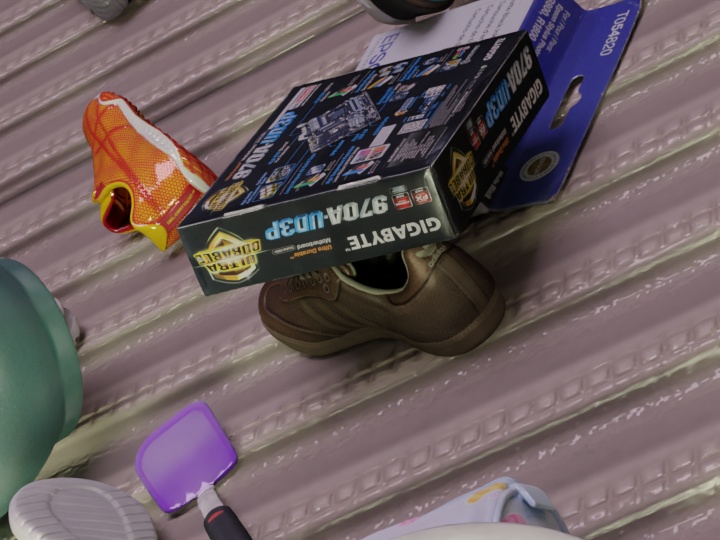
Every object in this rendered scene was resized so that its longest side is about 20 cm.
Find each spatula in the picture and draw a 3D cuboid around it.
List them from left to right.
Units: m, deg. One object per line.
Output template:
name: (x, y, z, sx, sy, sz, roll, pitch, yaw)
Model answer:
spatula: (-0.081, 0.132, 1.448, 0.056, 0.021, 0.200, -37, 27, -2)

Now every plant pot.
plant pot: (-0.253, 0.068, 1.601, 0.134, 0.202, 0.200, -20, 16, -32)

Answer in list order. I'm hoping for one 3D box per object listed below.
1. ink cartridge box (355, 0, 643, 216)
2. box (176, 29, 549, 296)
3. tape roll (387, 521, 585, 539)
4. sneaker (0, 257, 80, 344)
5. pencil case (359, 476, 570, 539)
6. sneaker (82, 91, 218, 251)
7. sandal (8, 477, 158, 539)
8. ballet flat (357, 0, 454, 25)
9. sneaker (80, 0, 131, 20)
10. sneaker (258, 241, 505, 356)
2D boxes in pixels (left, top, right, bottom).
ink cartridge box: (0.059, -0.098, 1.616, 0.199, 0.041, 0.200, -15, 34, 37)
box: (0.005, -0.064, 1.479, 0.158, 0.046, 0.200, -13, 22, 25)
tape roll: (0.047, 0.213, 0.965, 0.201, 0.139, 0.204, -11, 50, 13)
sneaker: (-0.282, 0.072, 1.717, 0.200, 0.082, 0.075, -43, 27, -11)
pencil case: (0.007, 0.161, 1.226, 0.199, 0.083, 0.091, -18, 54, 31)
sneaker: (-0.162, -0.070, 1.813, 0.077, 0.073, 0.200, -49, 24, -1)
sandal: (-0.144, 0.167, 1.432, 0.203, 0.082, 0.050, -139, 58, -61)
ballet flat: (0.037, -0.198, 1.747, 0.068, 0.068, 0.200, -37, -1, 31)
sneaker: (-0.207, -0.282, 2.197, 0.114, 0.076, 0.200, -39, 33, -5)
sneaker: (0.000, 0.000, 1.495, 0.199, 0.076, 0.071, 1, 45, 50)
